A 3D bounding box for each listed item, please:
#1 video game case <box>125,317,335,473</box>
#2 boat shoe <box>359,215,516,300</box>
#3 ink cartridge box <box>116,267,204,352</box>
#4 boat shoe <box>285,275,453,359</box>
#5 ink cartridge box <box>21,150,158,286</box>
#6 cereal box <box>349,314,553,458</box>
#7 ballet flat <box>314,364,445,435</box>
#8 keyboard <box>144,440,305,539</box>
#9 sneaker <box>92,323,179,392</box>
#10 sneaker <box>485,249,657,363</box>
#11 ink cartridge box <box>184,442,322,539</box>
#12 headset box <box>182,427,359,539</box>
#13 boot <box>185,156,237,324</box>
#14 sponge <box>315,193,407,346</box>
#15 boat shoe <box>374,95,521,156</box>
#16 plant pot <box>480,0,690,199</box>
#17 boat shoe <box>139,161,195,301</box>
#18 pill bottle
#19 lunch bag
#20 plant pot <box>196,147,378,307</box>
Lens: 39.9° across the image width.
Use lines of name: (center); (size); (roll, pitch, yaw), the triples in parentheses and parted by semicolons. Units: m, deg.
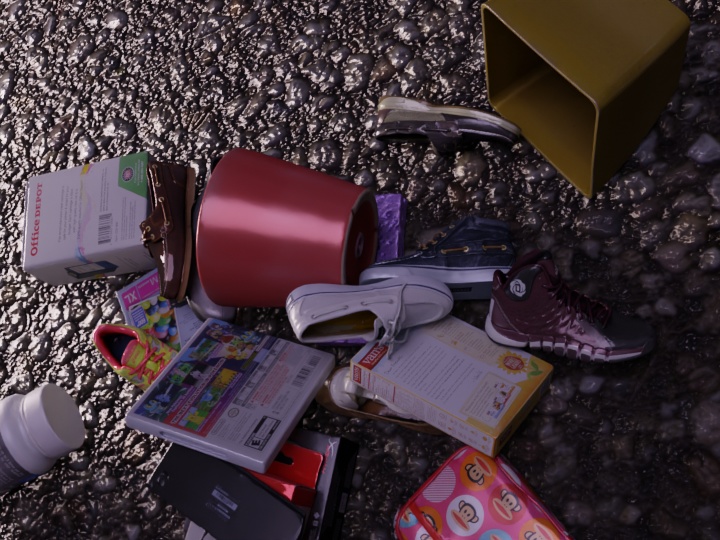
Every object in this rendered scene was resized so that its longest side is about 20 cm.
video game case: (-0.150, 0.142, 1.184); (0.180, 0.023, 0.200); (15, 38, 17)
boat shoe: (0.094, -0.014, 1.218); (0.198, 0.071, 0.092); (0, 62, -7)
ink cartridge box: (-0.245, 0.087, 1.338); (0.119, 0.042, 0.201); (-30, 66, 8)
boat shoe: (0.019, 0.058, 1.133); (0.200, 0.075, 0.087); (0, 42, -18)
ink cartridge box: (-0.372, -0.071, 1.411); (0.198, 0.088, 0.147); (-9, 68, 14)
cereal box: (0.106, 0.120, 1.160); (0.199, 0.040, 0.144); (26, 44, 26)
ballet flat: (0.022, 0.153, 1.199); (0.198, 0.072, 0.069); (15, 81, 24)
keyboard: (-0.160, 0.276, 1.092); (0.199, 0.021, 0.128); (27, 78, 28)
sneaker: (-0.264, 0.124, 1.259); (0.198, 0.090, 0.079); (23, 79, 24)
sneaker: (0.238, 0.035, 1.133); (0.198, 0.076, 0.117); (5, 116, 19)
ink cartridge box: (-0.127, 0.288, 1.125); (0.115, 0.067, 0.202); (12, 78, 22)
headset box: (-0.117, 0.261, 1.208); (0.198, 0.075, 0.150); (8, 76, 22)
boot: (-0.189, -0.038, 1.298); (0.069, 0.132, 0.202); (-2, 60, -25)
sponge: (0.000, 0.000, 1.286); (0.110, 0.030, 0.202); (-2, 72, 20)
boat shoe: (0.111, -0.180, 1.293); (0.198, 0.073, 0.066); (14, 87, 27)
plant pot: (0.278, -0.249, 1.194); (0.176, 0.200, 0.200); (-37, 63, -9)
boat shoe: (-0.261, -0.054, 1.323); (0.070, 0.070, 0.202); (10, 58, -24)
pill bottle: (-0.477, 0.236, 1.325); (0.198, 0.114, 0.115); (-27, 65, 9)
lunch bag: (0.137, 0.313, 1.102); (0.176, 0.082, 0.200); (-45, 62, 4)
plant pot: (-0.080, -0.041, 1.218); (0.175, 0.201, 0.203); (8, 74, 16)
